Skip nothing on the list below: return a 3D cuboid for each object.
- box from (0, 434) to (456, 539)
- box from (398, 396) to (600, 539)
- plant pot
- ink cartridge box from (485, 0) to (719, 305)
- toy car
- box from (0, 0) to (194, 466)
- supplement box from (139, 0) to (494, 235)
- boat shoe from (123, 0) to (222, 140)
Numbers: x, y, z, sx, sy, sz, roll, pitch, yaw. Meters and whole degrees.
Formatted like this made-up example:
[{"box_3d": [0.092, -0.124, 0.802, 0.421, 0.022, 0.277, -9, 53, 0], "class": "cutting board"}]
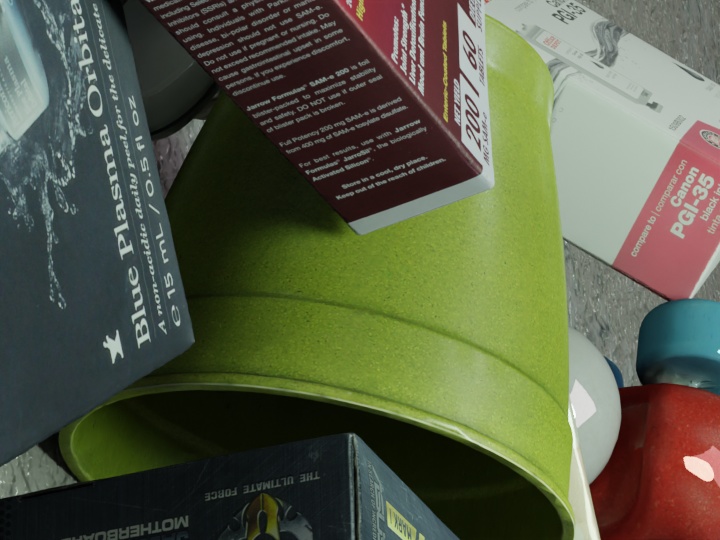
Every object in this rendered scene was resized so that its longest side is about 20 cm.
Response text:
[{"box_3d": [-0.063, 0.119, 0.897, 0.158, 0.199, 0.051, 49, 35, -57], "class": "box"}, {"box_3d": [0.061, 0.141, 1.225, 0.095, 0.077, 0.201, -171, -111, -74], "class": "box"}, {"box_3d": [0.000, 0.000, 1.099, 0.200, 0.199, 0.194, 51, 45, -54], "class": "plant pot"}, {"box_3d": [0.119, -0.078, 1.490, 0.083, 0.199, 0.147, -62, 172, 21], "class": "ink cartridge box"}, {"box_3d": [0.083, 0.086, 1.378, 0.200, 0.176, 0.185, 34, 52, -33], "class": "toy car"}, {"box_3d": [-0.155, -0.039, 0.858, 0.200, 0.117, 0.198, -33, 113, -67], "class": "box"}, {"box_3d": [-0.026, -0.114, 0.954, 0.200, 0.061, 0.109, 45, 34, -45], "class": "supplement box"}, {"box_3d": [-0.067, -0.099, 1.201, 0.200, 0.072, 0.066, -80, 149, -60], "class": "boat shoe"}]
